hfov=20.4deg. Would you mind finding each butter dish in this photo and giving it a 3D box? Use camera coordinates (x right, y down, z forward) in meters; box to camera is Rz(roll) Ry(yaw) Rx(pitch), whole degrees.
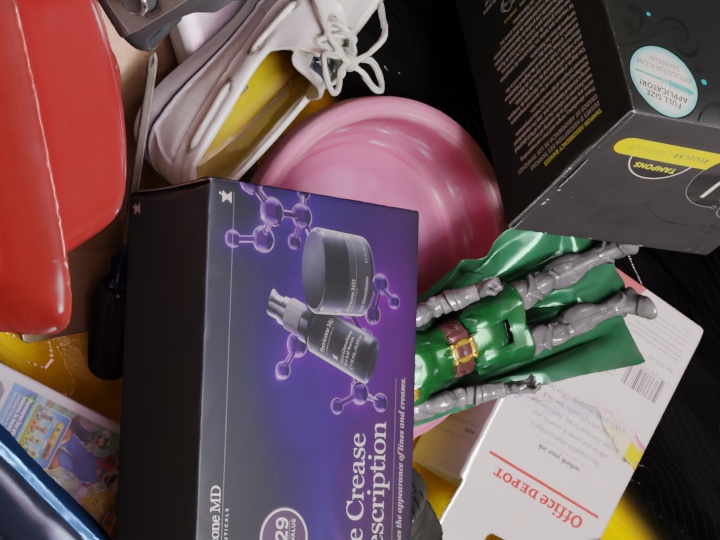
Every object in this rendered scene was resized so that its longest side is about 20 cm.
[{"bbox_3d":[-0.182,-0.084,0.992,0.147,0.199,0.201,-24,110,-44],"label":"butter dish"}]

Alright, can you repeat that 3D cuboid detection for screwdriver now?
[{"bbox_3d":[-0.118,-0.026,1.053,0.029,0.028,0.201,-5,126,-33],"label":"screwdriver"}]

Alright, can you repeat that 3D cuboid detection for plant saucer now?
[{"bbox_3d":[0.000,0.000,1.153,0.200,0.051,0.202,-5,98,-37],"label":"plant saucer"}]

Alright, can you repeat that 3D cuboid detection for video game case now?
[{"bbox_3d":[-0.195,0.126,1.049,0.199,0.018,0.144,27,84,-4],"label":"video game case"}]

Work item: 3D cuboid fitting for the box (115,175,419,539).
[{"bbox_3d":[-0.046,0.063,1.024,0.141,0.079,0.201,7,81,-37],"label":"box"}]

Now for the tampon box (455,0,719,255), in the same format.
[{"bbox_3d":[0.156,-0.131,1.135,0.149,0.126,0.201,6,59,-30],"label":"tampon box"}]

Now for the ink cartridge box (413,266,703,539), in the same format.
[{"bbox_3d":[0.112,0.094,1.230,0.116,0.067,0.201,33,81,-27],"label":"ink cartridge box"}]

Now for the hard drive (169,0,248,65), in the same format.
[{"bbox_3d":[-0.070,-0.228,1.093,0.131,0.027,0.201,-22,102,-24],"label":"hard drive"}]

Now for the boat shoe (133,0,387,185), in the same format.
[{"bbox_3d":[-0.028,-0.115,1.055,0.202,0.086,0.075,-44,138,-3],"label":"boat shoe"}]

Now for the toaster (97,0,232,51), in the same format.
[{"bbox_3d":[-0.079,-0.215,1.002,0.129,0.113,0.200,53,52,-16],"label":"toaster"}]

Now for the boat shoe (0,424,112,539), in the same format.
[{"bbox_3d":[-0.204,0.105,1.000,0.069,0.084,0.200,-44,90,-4],"label":"boat shoe"}]

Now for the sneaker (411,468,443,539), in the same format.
[{"bbox_3d":[-0.027,0.199,1.126,0.200,0.076,0.091,-40,140,-4],"label":"sneaker"}]

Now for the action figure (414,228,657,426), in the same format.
[{"bbox_3d":[0.073,0.036,1.139,0.199,0.055,0.119,-23,101,-20],"label":"action figure"}]

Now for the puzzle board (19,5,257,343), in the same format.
[{"bbox_3d":[-0.129,-0.072,1.103,0.150,0.017,0.201,-11,102,-26],"label":"puzzle board"}]
